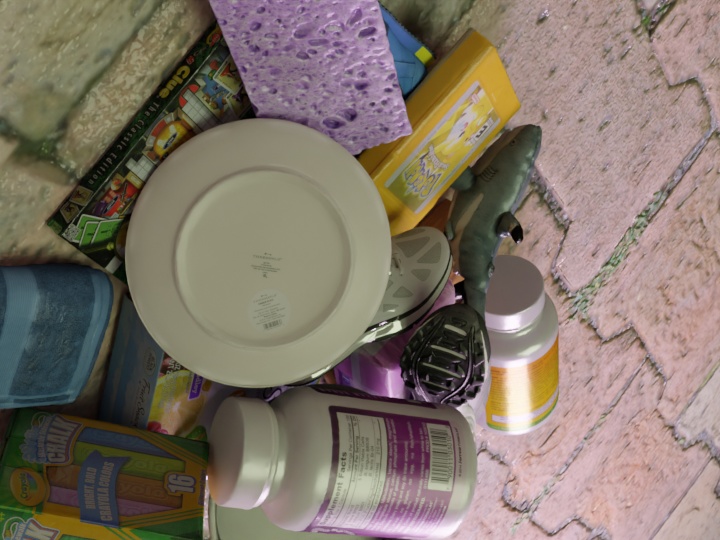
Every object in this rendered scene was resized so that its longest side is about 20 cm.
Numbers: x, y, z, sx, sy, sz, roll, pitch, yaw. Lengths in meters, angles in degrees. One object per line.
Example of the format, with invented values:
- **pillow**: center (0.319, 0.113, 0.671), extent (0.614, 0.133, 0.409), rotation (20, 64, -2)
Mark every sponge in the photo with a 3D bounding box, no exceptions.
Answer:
- **sponge**: center (-0.034, -0.155, 0.875), extent (0.111, 0.030, 0.201), rotation (-20, 142, 0)

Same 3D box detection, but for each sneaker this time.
- **sneaker**: center (0.080, 0.084, 1.058), extent (0.201, 0.073, 0.080), rotation (90, 25, -55)
- **sneaker**: center (-0.011, -0.171, 0.935), extent (0.079, 0.066, 0.200), rotation (-57, 147, 3)
- **sneaker**: center (0.000, 0.000, 0.980), extent (0.200, 0.075, 0.116), rotation (-35, 144, -27)

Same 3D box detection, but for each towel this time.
- **towel**: center (-0.261, 0.047, 0.836), extent (0.199, 0.048, 0.112), rotation (1, 117, -51)

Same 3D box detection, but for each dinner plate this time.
- **dinner plate**: center (-0.071, -0.009, 0.895), extent (0.198, 0.024, 0.202), rotation (-3, 103, -11)

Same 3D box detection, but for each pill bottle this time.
- **pill bottle**: center (0.160, 0.080, 1.327), extent (0.111, 0.111, 0.201), rotation (-38, 144, -22)
- **pill bottle**: center (-0.016, 0.152, 0.970), extent (0.198, 0.112, 0.113), rotation (10, 115, -24)

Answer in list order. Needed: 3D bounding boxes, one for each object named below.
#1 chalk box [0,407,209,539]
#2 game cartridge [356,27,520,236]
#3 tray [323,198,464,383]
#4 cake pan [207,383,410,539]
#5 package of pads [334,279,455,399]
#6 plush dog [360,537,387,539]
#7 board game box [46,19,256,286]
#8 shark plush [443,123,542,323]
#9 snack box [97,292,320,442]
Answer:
- **chalk box**: center (-0.222, 0.192, 0.908), extent (0.198, 0.124, 0.125), rotation (11, 117, -11)
- **game cartridge**: center (0.054, -0.098, 1.055), extent (0.200, 0.032, 0.176), rotation (-50, 163, 3)
- **tray**: center (0.038, 0.032, 1.204), extent (0.200, 0.037, 0.099), rotation (-45, 146, -16)
- **cake pan**: center (-0.040, 0.195, 1.042), extent (0.198, 0.037, 0.203), rotation (-1, 92, -25)
- **package of pads**: center (0.034, 0.093, 1.138), extent (0.121, 0.075, 0.201), rotation (-47, 151, -29)
- **plush dog**: center (-0.041, 0.257, 1.199), extent (0.161, 0.170, 0.201), rotation (-73, -177, -53)
- **board game box**: center (-0.133, -0.085, 0.902), extent (0.201, 0.023, 0.105), rotation (-52, 148, -4)
- **shark plush**: center (0.115, -0.041, 1.131), extent (0.091, 0.083, 0.202), rotation (41, 59, -40)
- **snack box**: center (-0.118, 0.089, 1.033), extent (0.199, 0.067, 0.170), rotation (-14, 129, -47)
